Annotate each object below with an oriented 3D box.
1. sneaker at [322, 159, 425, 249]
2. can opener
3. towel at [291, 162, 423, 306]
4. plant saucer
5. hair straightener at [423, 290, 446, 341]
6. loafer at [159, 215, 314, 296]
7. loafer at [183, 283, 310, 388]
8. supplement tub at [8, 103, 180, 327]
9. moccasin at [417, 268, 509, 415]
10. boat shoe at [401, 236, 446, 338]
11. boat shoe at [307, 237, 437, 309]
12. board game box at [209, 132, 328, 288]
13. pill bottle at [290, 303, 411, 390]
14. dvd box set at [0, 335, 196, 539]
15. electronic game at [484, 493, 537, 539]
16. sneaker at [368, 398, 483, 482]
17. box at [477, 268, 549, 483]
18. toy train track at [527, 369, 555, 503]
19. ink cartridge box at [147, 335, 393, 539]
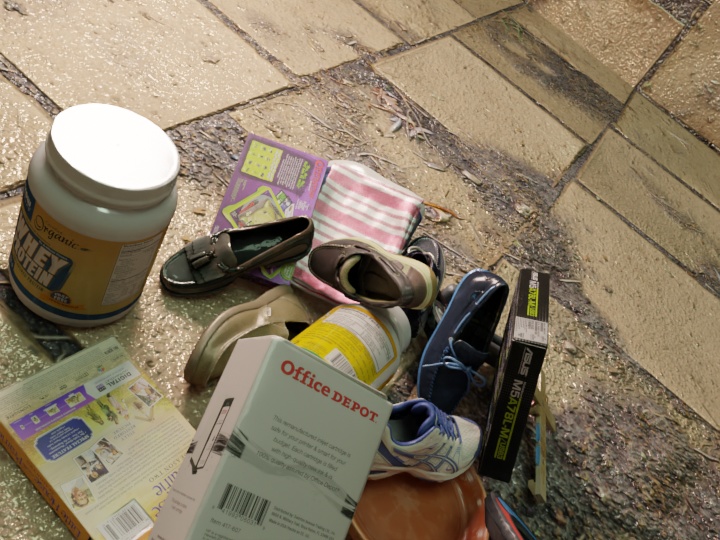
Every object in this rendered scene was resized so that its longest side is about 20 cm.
[{"bbox_3d":[-0.015,-0.081,1.054,0.199,0.081,0.147,25,55,22],"label":"sneaker"},{"bbox_3d":[0.168,0.089,0.982,0.200,0.066,0.053,36,29,-40],"label":"can opener"},{"bbox_3d":[-0.012,-0.049,0.965,0.145,0.030,0.201,23,68,7],"label":"towel"},{"bbox_3d":[0.056,0.254,0.792,0.198,0.032,0.201,21,39,-18],"label":"plant saucer"},{"bbox_3d":[0.099,0.080,1.010,0.076,0.041,0.202,5,51,-33],"label":"hair straightener"},{"bbox_3d":[-0.149,-0.028,0.856,0.198,0.063,0.072,-19,74,-22],"label":"loafer"},{"bbox_3d":[-0.121,0.077,0.807,0.067,0.076,0.200,36,37,12],"label":"loafer"},{"bbox_3d":[-0.275,-0.054,0.726,0.143,0.201,0.146,20,39,-18],"label":"supplement tub"},{"bbox_3d":[0.128,0.095,0.888,0.080,0.202,0.068,17,1,-30],"label":"moccasin"},{"bbox_3d":[0.087,-0.005,0.983,0.074,0.093,0.201,13,43,3],"label":"boat shoe"},{"bbox_3d":[0.000,0.000,0.846,0.199,0.074,0.064,12,8,42],"label":"boat shoe"},{"bbox_3d":[-0.124,-0.080,0.935,0.119,0.032,0.202,17,64,-3],"label":"board game box"},{"bbox_3d":[-0.022,0.106,0.821,0.113,0.113,0.200,43,38,10],"label":"pill bottle"},{"bbox_3d":[-0.234,0.167,0.662,0.200,0.029,0.146,44,38,12],"label":"dvd box set"},{"bbox_3d":[0.199,0.324,0.743,0.201,0.041,0.200,51,3,-3],"label":"electronic game"},{"bbox_3d":[0.075,0.186,0.781,0.198,0.088,0.076,4,45,-37],"label":"sneaker"},{"bbox_3d":[0.195,0.125,0.881,0.047,0.195,0.200,11,25,11],"label":"box"},{"bbox_3d":[0.235,0.220,0.958,0.115,0.032,0.201,56,32,-35],"label":"toy train track"},{"bbox_3d":[-0.076,0.180,0.629,0.145,0.084,0.202,33,67,-26],"label":"ink cartridge box"}]
